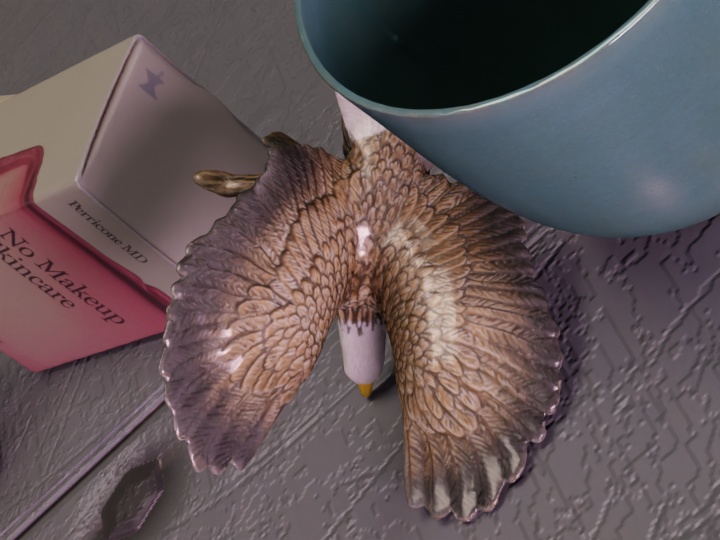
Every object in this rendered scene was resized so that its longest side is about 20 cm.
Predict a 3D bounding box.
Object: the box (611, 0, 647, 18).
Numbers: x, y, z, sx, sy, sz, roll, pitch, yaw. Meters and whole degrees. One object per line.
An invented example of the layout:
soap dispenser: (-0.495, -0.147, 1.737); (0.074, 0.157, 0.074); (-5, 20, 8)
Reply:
box: (0.107, -0.188, 0.827); (0.199, 0.159, 0.048); (-23, 20, 39)

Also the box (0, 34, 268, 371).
box: (-0.163, -0.032, 1.045); (0.199, 0.128, 0.110); (-18, 43, 43)

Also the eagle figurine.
eagle figurine: (0.002, 0.006, 0.798); (0.151, 0.151, 0.200); (-28, 25, 15)

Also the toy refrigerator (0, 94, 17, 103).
toy refrigerator: (-0.294, -0.083, 1.330); (0.199, 0.070, 0.076); (6, 61, 54)

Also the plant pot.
plant pot: (0.098, -0.106, 0.730); (0.200, 0.161, 0.202); (-20, 50, 27)
